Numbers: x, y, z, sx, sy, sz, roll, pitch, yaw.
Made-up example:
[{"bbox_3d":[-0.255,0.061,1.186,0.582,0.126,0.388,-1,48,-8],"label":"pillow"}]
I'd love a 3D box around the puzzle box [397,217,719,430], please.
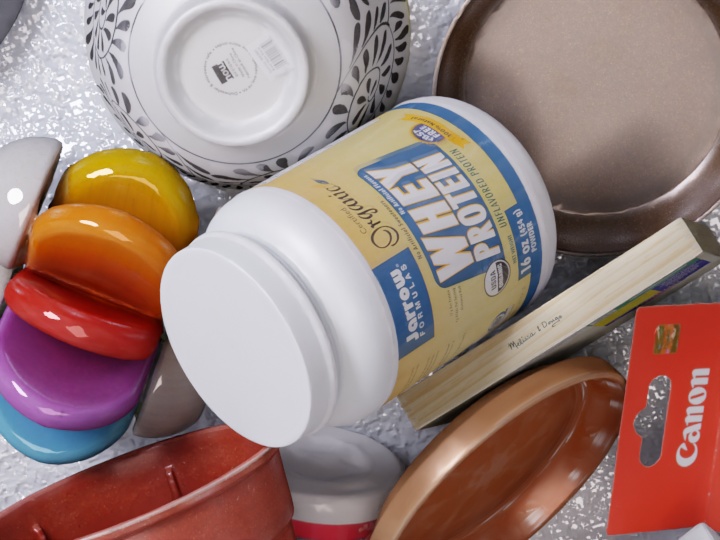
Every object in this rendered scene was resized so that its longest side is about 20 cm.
[{"bbox_3d":[0.125,0.033,1.201,0.200,0.133,0.025,-33,80,13],"label":"puzzle box"}]

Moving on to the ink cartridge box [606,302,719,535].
[{"bbox_3d":[0.261,0.097,1.231,0.199,0.057,0.163,-5,113,-22],"label":"ink cartridge box"}]

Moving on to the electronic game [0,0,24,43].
[{"bbox_3d":[-0.293,-0.196,1.174,0.199,0.042,0.201,-2,108,-5],"label":"electronic game"}]

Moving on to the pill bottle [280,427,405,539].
[{"bbox_3d":[-0.036,0.210,1.283,0.110,0.111,0.201,7,111,-1],"label":"pill bottle"}]

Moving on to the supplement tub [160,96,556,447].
[{"bbox_3d":[0.000,0.000,1.137,0.145,0.200,0.145,30,137,33],"label":"supplement tub"}]

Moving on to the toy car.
[{"bbox_3d":[-0.165,0.031,1.190,0.175,0.150,0.200,20,122,-6],"label":"toy car"}]

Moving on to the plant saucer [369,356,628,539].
[{"bbox_3d":[0.082,0.126,1.223,0.200,0.200,0.032,-51,62,18],"label":"plant saucer"}]

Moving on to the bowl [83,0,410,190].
[{"bbox_3d":[-0.070,-0.127,1.165,0.200,0.094,0.201,1,112,2],"label":"bowl"}]

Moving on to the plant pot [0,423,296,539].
[{"bbox_3d":[-0.106,0.215,1.152,0.200,0.201,0.196,-19,97,9],"label":"plant pot"}]

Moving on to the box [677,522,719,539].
[{"bbox_3d":[0.251,0.296,1.227,0.131,0.200,0.199,-41,131,16],"label":"box"}]

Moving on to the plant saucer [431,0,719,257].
[{"bbox_3d":[0.142,-0.107,1.197,0.200,0.032,0.201,0,111,1],"label":"plant saucer"}]
